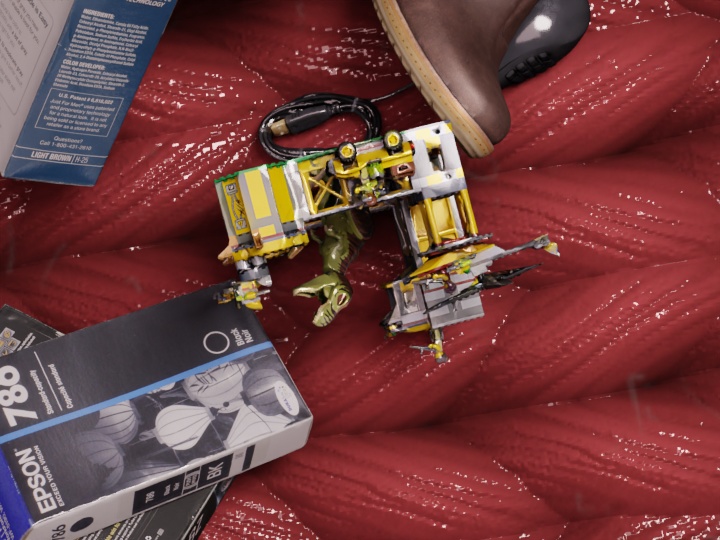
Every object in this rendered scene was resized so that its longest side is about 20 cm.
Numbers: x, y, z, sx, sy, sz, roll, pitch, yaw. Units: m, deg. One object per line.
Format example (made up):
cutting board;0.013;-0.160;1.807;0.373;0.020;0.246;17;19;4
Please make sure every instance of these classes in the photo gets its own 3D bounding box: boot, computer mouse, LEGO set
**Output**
boot;0.087;-0.169;0.763;0.166;0.072;0.201;-26;57;12
computer mouse;0.034;-0.111;0.817;0.199;0.034;0.059;-26;85;6
LEGO set;0.000;0.000;0.748;0.153;0.200;0.116;-15;90;-12

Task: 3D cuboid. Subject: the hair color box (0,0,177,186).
hair color box;-0.145;-0.154;0.771;0.100;0.060;0.201;52;125;38

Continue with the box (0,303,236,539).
box;-0.175;0.133;0.771;0.160;0.044;0.200;26;54;7

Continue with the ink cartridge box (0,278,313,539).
ink cartridge box;-0.134;0.080;0.767;0.199;0.039;0.100;-21;63;-23
